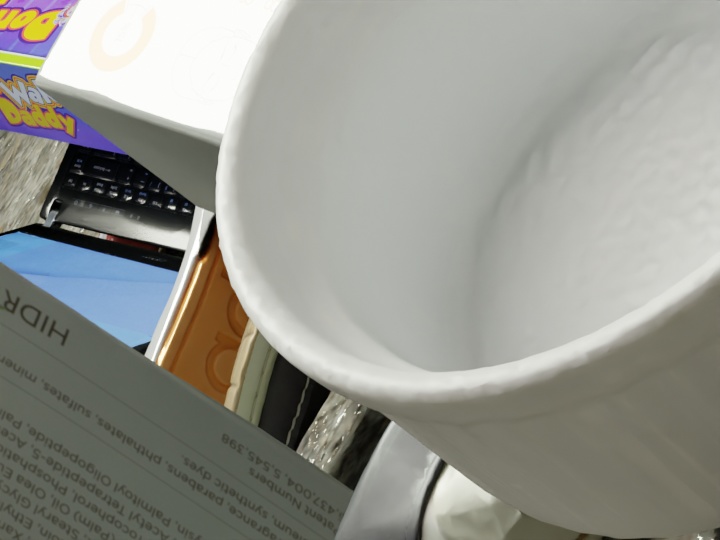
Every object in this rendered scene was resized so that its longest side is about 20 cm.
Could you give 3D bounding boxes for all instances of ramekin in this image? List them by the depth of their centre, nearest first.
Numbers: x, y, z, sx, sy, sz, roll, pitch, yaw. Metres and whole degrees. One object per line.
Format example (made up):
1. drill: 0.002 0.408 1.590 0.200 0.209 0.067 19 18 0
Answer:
1. ramekin: 0.071 -0.030 0.743 0.200 0.098 0.201 -22 46 24

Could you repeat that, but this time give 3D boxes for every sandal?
1. sandal: -0.028 -0.003 1.142 0.059 0.079 0.207 -18 51 63

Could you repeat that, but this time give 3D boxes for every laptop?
1. laptop: -0.098 -0.049 1.242 0.177 0.103 0.201 14 77 41

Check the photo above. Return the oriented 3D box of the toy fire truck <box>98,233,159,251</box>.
1. toy fire truck: -0.103 -0.075 1.448 0.200 0.112 0.168 -98 24 -67

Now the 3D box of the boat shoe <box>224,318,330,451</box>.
1. boat shoe: 0.000 0.000 1.058 0.072 0.065 0.201 118 172 -76

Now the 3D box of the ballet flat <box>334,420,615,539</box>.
1. ballet flat: 0.054 0.041 0.827 0.200 0.073 0.073 -58 16 -8

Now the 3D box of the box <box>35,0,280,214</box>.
1. box: 0.010 -0.072 0.962 0.200 0.097 0.125 21 77 44

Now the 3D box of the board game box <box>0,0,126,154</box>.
1. board game box: -0.113 -0.118 1.288 0.200 0.045 0.135 12 50 40

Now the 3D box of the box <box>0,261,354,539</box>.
1. box: -0.139 0.133 0.984 0.199 0.200 0.172 -41 21 43
